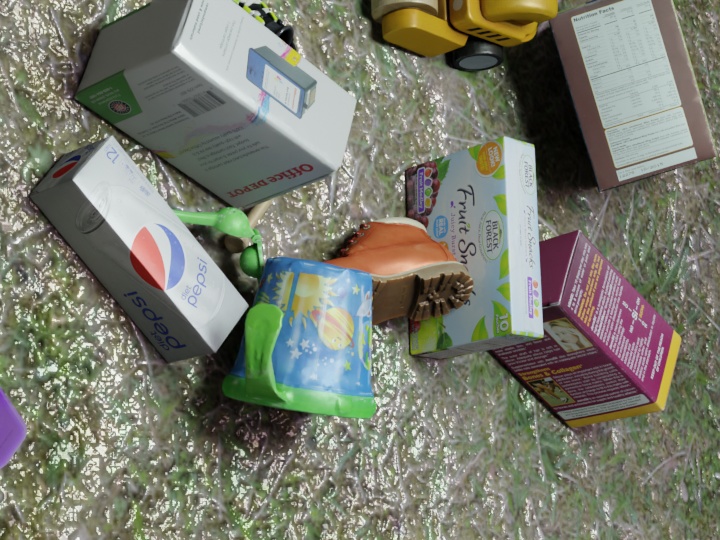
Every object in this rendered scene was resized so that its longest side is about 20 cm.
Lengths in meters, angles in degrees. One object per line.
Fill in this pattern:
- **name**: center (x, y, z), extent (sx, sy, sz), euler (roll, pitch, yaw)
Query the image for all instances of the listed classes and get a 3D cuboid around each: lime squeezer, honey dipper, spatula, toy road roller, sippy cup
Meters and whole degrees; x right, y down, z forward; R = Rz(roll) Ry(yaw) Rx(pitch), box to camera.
- **lime squeezer**: center (-0.115, -0.010, 1.504), extent (0.071, 0.038, 0.200), euler (-48, 117, -14)
- **honey dipper**: center (-0.073, -0.088, 1.586), extent (0.038, 0.038, 0.200), euler (50, 50, -24)
- **spatula**: center (-0.330, 0.075, 1.289), extent (0.200, 0.021, 0.057), euler (51, 43, -22)
- **toy road roller**: center (0.118, -0.301, 1.757), extent (0.200, 0.146, 0.123), euler (11, 71, -44)
- **sippy cup**: center (-0.046, 0.058, 1.480), extent (0.139, 0.178, 0.131), euler (9, 89, -13)

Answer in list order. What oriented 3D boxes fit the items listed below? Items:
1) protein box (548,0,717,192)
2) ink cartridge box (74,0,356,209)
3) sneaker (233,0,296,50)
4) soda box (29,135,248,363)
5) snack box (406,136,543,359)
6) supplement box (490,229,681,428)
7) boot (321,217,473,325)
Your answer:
- **protein box**: center (0.304, -0.206, 1.871), extent (0.199, 0.135, 0.201), euler (-29, 102, -80)
- **ink cartridge box**: center (-0.125, -0.150, 1.470), extent (0.200, 0.145, 0.088), euler (36, 54, -32)
- **sneaker**: center (-0.094, -0.230, 1.567), extent (0.072, 0.083, 0.200), euler (-32, 102, -46)
- **soda box**: center (-0.188, -0.015, 1.426), extent (0.200, 0.068, 0.063), euler (53, 48, -22)
- **snack box**: center (0.113, -0.020, 1.680), extent (0.053, 0.142, 0.201), euler (12, 71, -43)
- **supplement box**: center (0.231, 0.067, 1.788), extent (0.200, 0.131, 0.103), euler (44, 50, -30)
- **boot**: center (0.000, 0.000, 1.619), extent (0.199, 0.075, 0.107), euler (-6, 46, -30)
